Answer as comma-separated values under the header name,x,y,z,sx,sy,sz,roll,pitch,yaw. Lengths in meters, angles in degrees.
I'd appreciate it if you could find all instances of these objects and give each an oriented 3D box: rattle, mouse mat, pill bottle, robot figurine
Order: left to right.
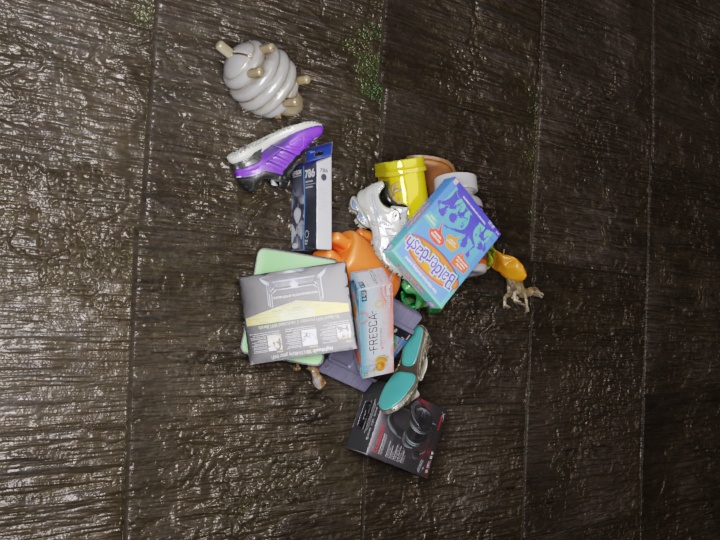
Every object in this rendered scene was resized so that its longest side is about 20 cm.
name,x,y,z,sx,sy,sz,roll,pitch,yaw
mouse mat,-0.130,0.066,1.368,0.158,0.008,0.203,9,85,2
robot figurine,0.001,-0.002,1.456,0.199,0.116,0.145,35,30,-30
pill bottle,0.200,-0.091,1.520,0.108,0.109,0.204,3,79,-36
rattle,0.242,-0.007,1.604,0.199,0.130,0.144,0,51,-50

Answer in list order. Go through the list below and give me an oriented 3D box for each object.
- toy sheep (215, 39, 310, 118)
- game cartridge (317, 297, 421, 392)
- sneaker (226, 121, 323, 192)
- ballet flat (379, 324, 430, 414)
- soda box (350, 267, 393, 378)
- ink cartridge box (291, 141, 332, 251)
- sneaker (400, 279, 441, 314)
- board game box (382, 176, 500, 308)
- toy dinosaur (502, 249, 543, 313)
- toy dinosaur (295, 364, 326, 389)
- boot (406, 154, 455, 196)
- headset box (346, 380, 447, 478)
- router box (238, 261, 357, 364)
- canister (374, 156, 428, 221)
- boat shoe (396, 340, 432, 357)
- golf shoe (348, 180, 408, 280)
name,x,y,z,sx,sy,sz,roll,pitch,yaw
toy sheep,-0.177,-0.345,1.320,0.200,0.137,0.139,40,67,-38
game cartridge,0.019,0.141,1.455,0.129,0.038,0.201,29,106,-26
sneaker,-0.148,-0.207,1.382,0.199,0.069,0.101,-30,108,-24
ballet flat,0.100,0.208,1.475,0.075,0.067,0.202,50,54,-42
soda box,0.022,0.099,1.375,0.067,0.064,0.203,-9,120,-12
ink cartridge box,-0.093,-0.139,1.399,0.039,0.099,0.204,2,88,-34
sneaker,0.123,0.044,1.545,0.083,0.074,0.200,-34,152,0
board game box,0.157,-0.053,1.405,0.152,0.045,0.200,47,72,-17
toy dinosaur,0.368,0.039,1.772,0.199,0.058,0.102,37,54,-38
toy dinosaur,-0.107,0.128,1.425,0.105,0.060,0.204,6,78,-47
boot,0.162,-0.155,1.612,0.199,0.076,0.158,22,81,-41
headset box,0.070,0.324,1.527,0.199,0.077,0.151,31,72,-33
router box,-0.111,0.077,1.336,0.197,0.052,0.160,-8,84,0
canister,0.092,-0.123,1.506,0.085,0.148,0.203,-11,99,-11
boat shoe,0.064,0.143,1.531,0.198,0.064,0.075,-2,92,-35
golf shoe,0.062,-0.077,1.414,0.201,0.097,0.078,55,28,3
